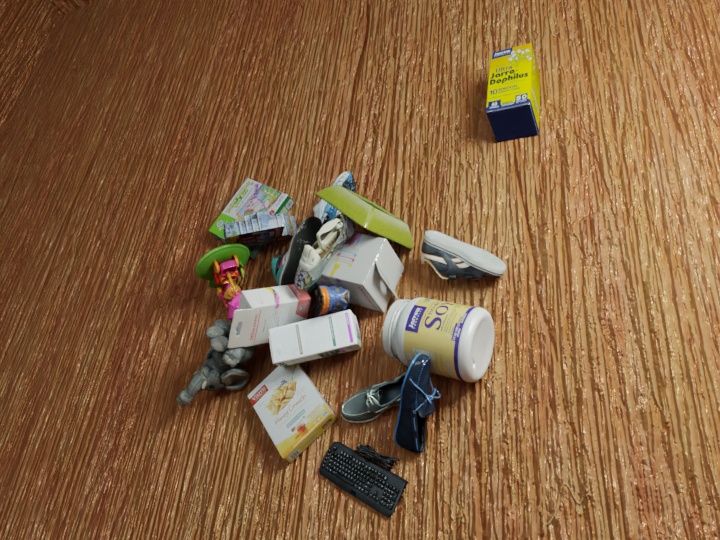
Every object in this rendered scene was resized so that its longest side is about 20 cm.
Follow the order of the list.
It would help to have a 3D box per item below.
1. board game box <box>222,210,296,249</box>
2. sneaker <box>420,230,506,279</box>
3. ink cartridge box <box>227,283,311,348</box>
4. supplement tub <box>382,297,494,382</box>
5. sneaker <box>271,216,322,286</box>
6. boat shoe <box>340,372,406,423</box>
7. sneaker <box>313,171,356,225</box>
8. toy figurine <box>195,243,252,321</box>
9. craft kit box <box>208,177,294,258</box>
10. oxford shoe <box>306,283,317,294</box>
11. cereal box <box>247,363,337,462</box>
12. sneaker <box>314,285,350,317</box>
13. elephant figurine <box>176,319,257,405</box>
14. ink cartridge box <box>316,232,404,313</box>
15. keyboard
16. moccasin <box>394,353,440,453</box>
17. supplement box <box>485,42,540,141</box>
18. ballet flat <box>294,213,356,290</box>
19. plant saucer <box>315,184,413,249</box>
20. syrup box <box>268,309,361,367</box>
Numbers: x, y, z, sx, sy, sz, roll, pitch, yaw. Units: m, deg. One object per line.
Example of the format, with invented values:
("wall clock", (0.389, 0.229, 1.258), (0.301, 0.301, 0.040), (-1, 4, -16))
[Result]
("board game box", (-0.257, -0.109, 1.633), (0.195, 0.200, 0.063), (-13, 82, -14))
("sneaker", (0.223, -0.016, 1.381), (0.197, 0.078, 0.081), (26, 117, 25))
("ink cartridge box", (-0.222, 0.105, 1.457), (0.068, 0.196, 0.119), (47, 131, 40))
("supplement tub", (0.157, 0.135, 1.269), (0.196, 0.146, 0.148), (8, 64, 33))
("sneaker", (-0.164, -0.042, 1.587), (0.120, 0.082, 0.204), (12, 77, 64))
("boat shoe", (0.039, 0.261, 1.310), (0.196, 0.062, 0.074), (-21, 52, 17))
("sneaker", (-0.083, -0.180, 1.665), (0.085, 0.075, 0.203), (12, 66, 41))
("toy figurine", (-0.324, 0.065, 1.608), (0.147, 0.201, 0.187), (-17, 65, -24))
("craft kit box", (-0.314, -0.154, 1.798), (0.195, 0.049, 0.202), (22, 73, 41))
("oxford shoe", (-0.099, -0.006, 1.567), (0.057, 0.075, 0.204), (27, 72, -8))
("cereal box", (-0.158, 0.306, 1.407), (0.143, 0.040, 0.200), (-42, 49, -3))
("sneaker", (-0.064, 0.075, 1.435), (0.076, 0.200, 0.078), (-2, 86, -8))
("elephant figurine", (-0.335, 0.230, 1.512), (0.142, 0.151, 0.204), (-84, 15, -64))
("ink cartridge box", (0.000, 0.000, 1.460), (0.196, 0.129, 0.127), (13, 66, 34))
("keyboard", (0.002, 0.399, 1.257), (0.197, 0.040, 0.106), (18, 71, 36))
("moccasin", (0.119, 0.259, 1.218), (0.067, 0.205, 0.080), (21, 28, 31))
("supplement box", (0.378, -0.437, 1.540), (0.106, 0.110, 0.205), (-6, 57, 26))
("ballet flat", (-0.092, -0.050, 1.415), (0.201, 0.072, 0.072), (-50, 50, -7))
("plant saucer", (0.020, -0.136, 1.486), (0.199, 0.198, 0.049), (38, 102, 40))
("syrup box", (-0.100, 0.154, 1.408), (0.194, 0.079, 0.084), (-13, 76, 5))
